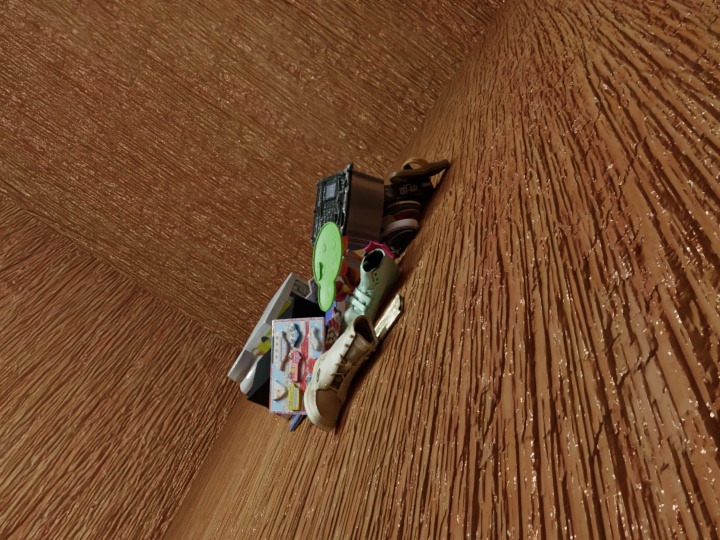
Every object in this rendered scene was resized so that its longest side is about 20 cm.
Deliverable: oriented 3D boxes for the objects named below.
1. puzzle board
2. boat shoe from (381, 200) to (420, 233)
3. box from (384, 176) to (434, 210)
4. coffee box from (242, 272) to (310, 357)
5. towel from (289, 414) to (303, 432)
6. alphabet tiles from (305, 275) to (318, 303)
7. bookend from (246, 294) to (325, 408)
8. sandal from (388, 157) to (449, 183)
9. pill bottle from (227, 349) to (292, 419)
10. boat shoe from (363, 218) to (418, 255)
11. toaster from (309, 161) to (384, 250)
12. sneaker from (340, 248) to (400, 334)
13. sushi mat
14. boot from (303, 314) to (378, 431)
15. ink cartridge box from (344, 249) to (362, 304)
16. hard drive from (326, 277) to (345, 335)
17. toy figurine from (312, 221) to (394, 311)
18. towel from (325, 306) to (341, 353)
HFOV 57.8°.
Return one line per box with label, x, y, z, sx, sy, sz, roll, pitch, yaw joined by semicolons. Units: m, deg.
puzzle board;-0.139;0.205;1.401;0.149;0.017;0.204;-6;78;34
boat shoe;0.071;-0.120;1.679;0.198;0.071;0.064;-21;56;30
box;0.087;-0.174;1.753;0.158;0.044;0.200;-15;-14;-25
coffee box;-0.196;0.176;1.927;0.200;0.196;0.201;-48;13;47
towel;-0.137;0.271;1.592;0.202;0.023;0.146;-86;20;-50
alphabet tiles;-0.109;0.094;1.804;0.007;0.170;0.200;-2;22;26
bookend;-0.178;0.202;1.578;0.200;0.091;0.201;-45;29;42
sandal;0.148;-0.268;1.701;0.198;0.055;0.080;-21;-5;-33
pill bottle;-0.247;0.297;1.729;0.113;0.199;0.112;-55;7;10
boat shoe;0.076;-0.063;1.640;0.199;0.071;0.069;-31;57;45
toaster;-0.032;-0.151;1.639;0.199;0.117;0.184;-9;74;60
sneaker;0.003;0.045;1.412;0.202;0.073;0.118;-57;-32;-10
sushi mat;0.025;0.139;1.290;0.201;0.012;0.096;-56;6;15
boot;-0.032;0.186;1.214;0.155;0.072;0.201;-50;17;27
ink cartridge box;-0.031;0.031;1.744;0.068;0.115;0.200;-58;6;-25
hard drive;-0.073;0.109;1.686;0.201;0.025;0.134;113;155;-58
toy figurine;0.000;0.000;1.515;0.150;0.181;0.204;-20;67;59
towel;-0.076;0.190;1.454;0.146;0.029;0.204;-94;17;-83
